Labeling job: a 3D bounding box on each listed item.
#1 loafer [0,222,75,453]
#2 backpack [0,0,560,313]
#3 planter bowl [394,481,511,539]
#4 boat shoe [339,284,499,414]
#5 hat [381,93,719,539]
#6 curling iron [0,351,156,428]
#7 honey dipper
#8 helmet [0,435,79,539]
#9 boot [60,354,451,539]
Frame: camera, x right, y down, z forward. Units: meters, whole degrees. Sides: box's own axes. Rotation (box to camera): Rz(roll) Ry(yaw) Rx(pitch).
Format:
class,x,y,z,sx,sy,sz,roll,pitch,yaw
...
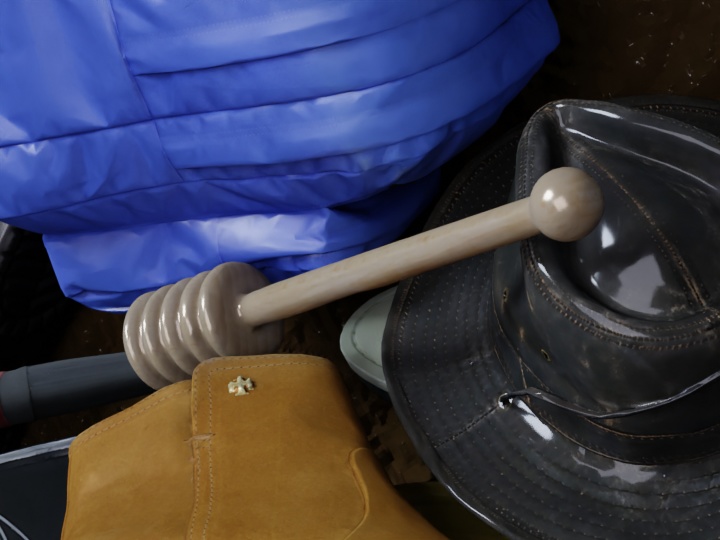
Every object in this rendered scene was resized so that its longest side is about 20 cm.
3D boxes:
class,x,y,z,sx,sy,sz,roll,pitch,yaw
loafer,-0.159,0.005,1.009,0.071,0.073,0.200,32,102,25
backpack,-0.029,-0.080,0.900,0.200,0.163,0.168,-12,110,28
planter bowl,0.035,0.173,0.821,0.083,0.200,0.201,-174,90,-73
boat shoe,0.090,0.047,0.878,0.199,0.075,0.066,2,133,21
hat,0.087,-0.004,0.816,0.200,0.081,0.201,-11,50,13
curling iron,-0.137,0.057,0.975,0.200,0.050,0.026,-18,37,-5
honey dipper,0.000,0.000,0.817,0.200,0.038,0.038,-20,77,41
helmet,-0.115,0.167,0.915,0.200,0.200,0.191,-21,81,26
boot,-0.001,0.078,0.786,0.201,0.071,0.144,-10,40,7
